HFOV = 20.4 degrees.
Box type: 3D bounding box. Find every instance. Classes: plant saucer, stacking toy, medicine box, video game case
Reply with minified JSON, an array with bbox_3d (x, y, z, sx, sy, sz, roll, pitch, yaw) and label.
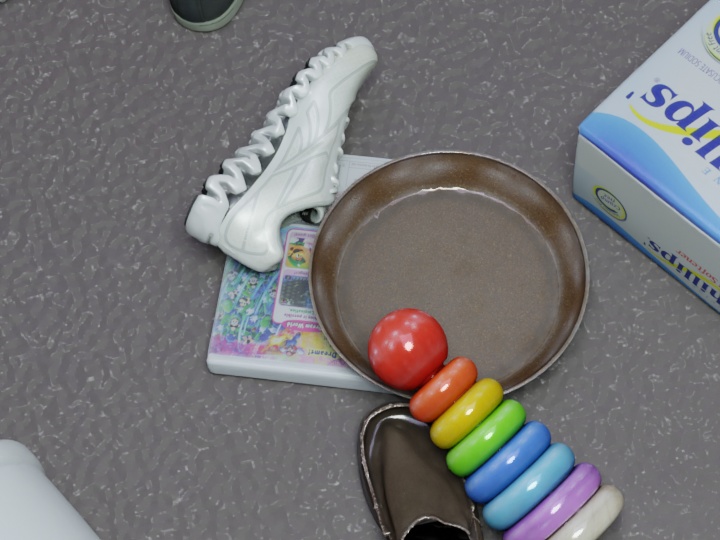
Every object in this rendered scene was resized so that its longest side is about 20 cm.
[{"bbox_3d":[0.063,0.008,1.421,0.198,0.032,0.202,-1,63,2],"label":"plant saucer"},{"bbox_3d":[0.082,0.106,1.331,0.085,0.085,0.200,-39,85,-16],"label":"stacking toy"},{"bbox_3d":[0.283,-0.086,1.439,0.182,0.103,0.200,40,71,22],"label":"medicine box"},{"bbox_3d":[0.000,0.000,1.460,0.198,0.024,0.184,6,63,7],"label":"video game case"}]

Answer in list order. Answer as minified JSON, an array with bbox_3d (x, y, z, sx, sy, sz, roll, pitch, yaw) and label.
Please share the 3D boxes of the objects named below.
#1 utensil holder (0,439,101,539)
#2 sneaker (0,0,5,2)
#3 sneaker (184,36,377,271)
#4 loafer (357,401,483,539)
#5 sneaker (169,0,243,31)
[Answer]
[{"bbox_3d":[-0.215,0.238,1.272,0.170,0.170,0.200,-40,69,-16],"label":"utensil holder"},{"bbox_3d":[-0.284,-0.274,1.575,0.199,0.112,0.078,-24,62,-9],"label":"sneaker"},{"bbox_3d":[-0.042,-0.084,1.461,0.081,0.075,0.201,35,71,5],"label":"sneaker"},{"bbox_3d":[0.051,0.169,1.339,0.072,0.071,0.201,-20,62,-6],"label":"loafer"},{"bbox_3d":[-0.102,-0.297,1.577,0.074,0.106,0.202,10,63,10],"label":"sneaker"}]
